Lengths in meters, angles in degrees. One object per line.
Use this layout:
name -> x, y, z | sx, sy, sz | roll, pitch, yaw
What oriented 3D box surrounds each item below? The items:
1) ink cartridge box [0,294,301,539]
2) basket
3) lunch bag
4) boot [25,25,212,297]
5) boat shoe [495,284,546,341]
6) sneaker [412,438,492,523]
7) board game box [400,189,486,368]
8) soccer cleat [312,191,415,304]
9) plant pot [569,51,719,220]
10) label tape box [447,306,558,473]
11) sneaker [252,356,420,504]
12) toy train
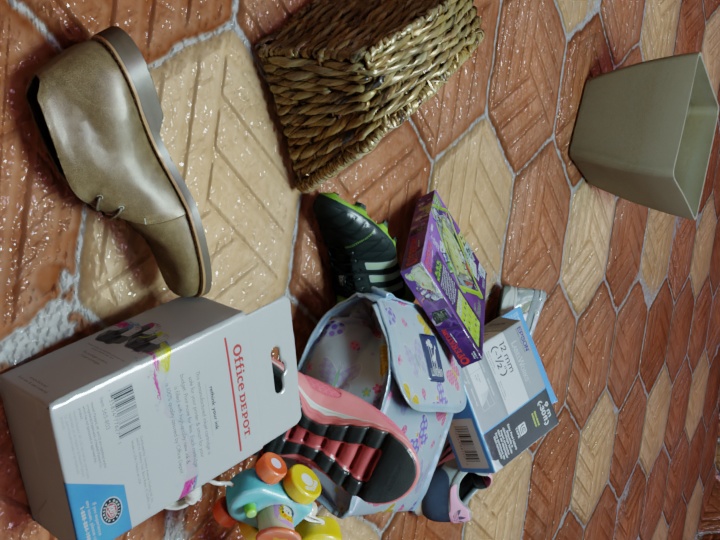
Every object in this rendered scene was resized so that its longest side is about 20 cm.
ink cartridge box -> -0.138, 0.093, 0.662 | 0.200, 0.068, 0.115 | -25, 121, -42
basket -> 0.029, -0.172, 0.827 | 0.200, 0.142, 0.149 | -51, 138, -40
lunch bag -> 0.019, 0.125, 0.898 | 0.170, 0.127, 0.201 | 24, 85, -61
boot -> -0.160, -0.056, 0.633 | 0.075, 0.074, 0.200 | -35, 126, -26
boat shoe -> 0.212, 0.122, 1.279 | 0.074, 0.065, 0.203 | 17, 78, -86
sneaker -> 0.141, 0.241, 1.194 | 0.200, 0.082, 0.070 | -55, 141, -37
board game box -> 0.091, 0.003, 0.977 | 0.120, 0.032, 0.200 | 61, 19, -18
soccer cleat -> 0.000, 0.000, 0.910 | 0.081, 0.067, 0.200 | -55, 144, -15
plant pot -> 0.443, -0.213, 1.480 | 0.200, 0.177, 0.200 | 32, 70, -57
label tape box -> 0.183, 0.142, 1.168 | 0.200, 0.066, 0.144 | -26, 98, -37
sneaker -> -0.043, 0.124, 0.774 | 0.074, 0.200, 0.087 | -61, 175, 7
toy train -> -0.085, 0.230, 0.738 | 0.056, 0.150, 0.200 | -108, -175, -50
